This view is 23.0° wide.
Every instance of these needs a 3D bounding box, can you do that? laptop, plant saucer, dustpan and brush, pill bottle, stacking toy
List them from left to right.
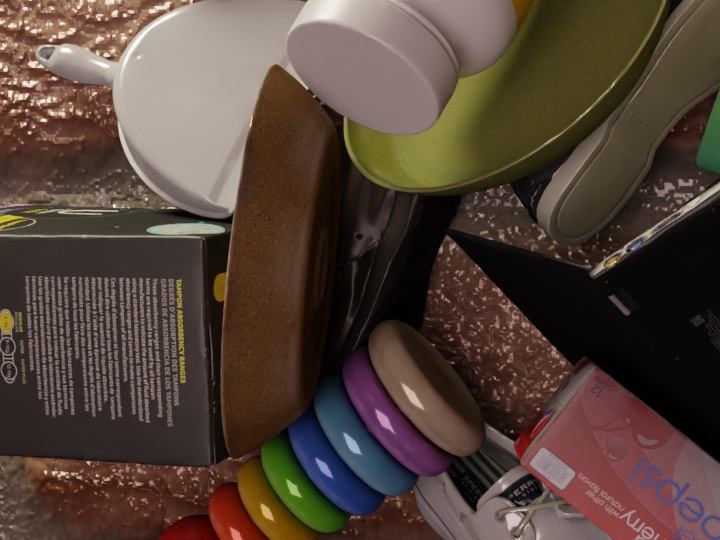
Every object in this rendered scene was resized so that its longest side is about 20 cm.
[{"bbox_3d":[-0.116,-0.110,1.032,0.199,0.057,0.140,21,73,20],"label":"dustpan and brush"},{"bbox_3d":[-0.036,-0.003,0.897,0.035,0.200,0.201,6,99,4],"label":"plant saucer"},{"bbox_3d":[-0.031,0.119,0.955,0.200,0.085,0.085,-40,83,12],"label":"stacking toy"},{"bbox_3d":[0.045,-0.172,0.895,0.112,0.113,0.201,23,66,15],"label":"pill bottle"},{"bbox_3d":[0.080,-0.111,0.922,0.199,0.201,0.031,-30,127,20],"label":"plant saucer"},{"bbox_3d":[0.179,0.014,0.874,0.200,0.116,0.187,-35,121,19],"label":"laptop"}]

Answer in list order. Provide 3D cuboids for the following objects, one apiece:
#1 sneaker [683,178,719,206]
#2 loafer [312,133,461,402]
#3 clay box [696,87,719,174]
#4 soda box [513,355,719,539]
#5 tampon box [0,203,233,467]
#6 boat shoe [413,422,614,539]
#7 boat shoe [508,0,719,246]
[{"bbox_3d":[0.245,0.011,0.923,0.199,0.090,0.067,28,85,-11],"label":"sneaker"},{"bbox_3d":[0.000,0.000,1.010,0.071,0.073,0.201,26,99,26],"label":"loafer"},{"bbox_3d":[0.285,-0.073,0.905,0.199,0.048,0.115,22,104,17],"label":"clay box"},{"bbox_3d":[0.173,0.130,0.882,0.200,0.070,0.064,39,92,1],"label":"soda box"},{"bbox_3d":[-0.146,0.031,1.015,0.199,0.150,0.127,1,98,19],"label":"tampon box"},{"bbox_3d":[0.085,0.136,0.938,0.200,0.073,0.067,30,141,49],"label":"boat shoe"},{"bbox_3d":[0.148,-0.109,0.939,0.200,0.074,0.066,-55,50,9],"label":"boat shoe"}]
